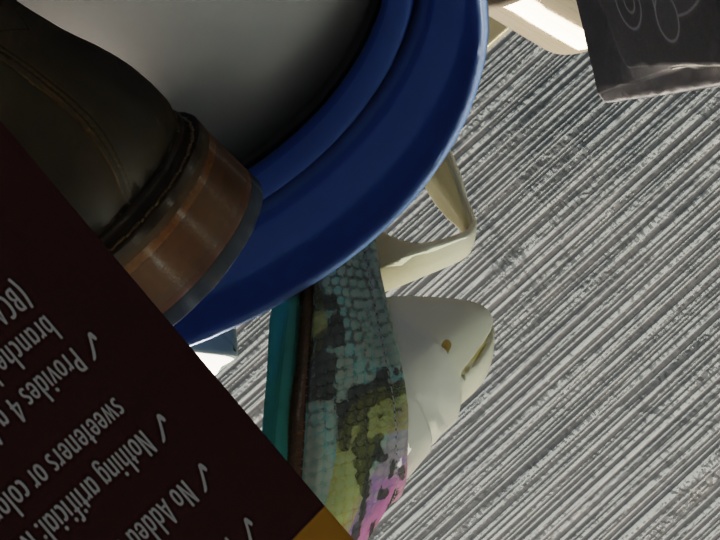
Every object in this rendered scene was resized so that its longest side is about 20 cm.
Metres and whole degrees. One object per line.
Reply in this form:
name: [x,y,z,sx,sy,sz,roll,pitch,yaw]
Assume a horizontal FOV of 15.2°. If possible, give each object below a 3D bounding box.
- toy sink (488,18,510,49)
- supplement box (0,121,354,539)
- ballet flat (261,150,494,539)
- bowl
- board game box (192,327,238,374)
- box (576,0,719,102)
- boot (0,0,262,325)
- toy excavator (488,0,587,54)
toy sink: [-0.051,-0.082,1.046,0.200,0.131,0.112,-39,-179,35]
supplement box: [-0.139,0.056,0.454,0.133,0.200,0.197,-40,-179,41]
ballet flat: [0.000,0.000,0.757,0.071,0.201,0.069,1,148,-10]
bowl: [-0.069,-0.047,0.644,0.199,0.040,0.201,-14,145,-10]
board game box: [-0.112,-0.010,0.859,0.064,0.149,0.200,5,155,-26]
box: [0.153,-0.125,0.675,0.199,0.123,0.106,-16,-175,-17]
boot: [-0.124,-0.007,0.598,0.199,0.097,0.075,-27,-149,29]
toy excavator: [0.107,-0.182,0.790,0.200,0.099,0.196,-35,-137,38]
